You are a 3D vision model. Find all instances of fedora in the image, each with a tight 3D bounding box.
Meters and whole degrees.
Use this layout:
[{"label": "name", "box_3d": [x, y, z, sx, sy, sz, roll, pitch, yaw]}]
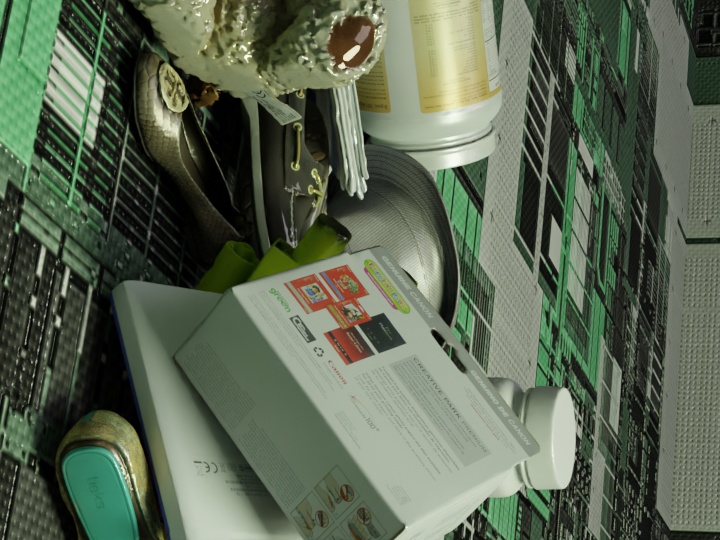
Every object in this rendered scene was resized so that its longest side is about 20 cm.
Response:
[{"label": "fedora", "box_3d": [0.000, 0.000, 1.615, 0.090, 0.176, 0.201, -25, 124, -38]}]

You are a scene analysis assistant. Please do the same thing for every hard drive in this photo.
[{"label": "hard drive", "box_3d": [-0.096, 0.106, 1.292, 0.132, 0.025, 0.201, 10, 53, -43]}]

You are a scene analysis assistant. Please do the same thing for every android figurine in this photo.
[{"label": "android figurine", "box_3d": [-0.048, 0.062, 1.407, 0.200, 0.182, 0.041, -56, 179, 17]}]

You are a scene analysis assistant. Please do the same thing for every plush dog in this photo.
[{"label": "plush dog", "box_3d": [-0.079, -0.220, 1.377, 0.160, 0.199, 0.173, 138, -31, -65]}]

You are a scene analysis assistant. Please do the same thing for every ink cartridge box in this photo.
[{"label": "ink cartridge box", "box_3d": [0.002, 0.094, 1.291, 0.175, 0.084, 0.200, -18, 65, -51]}]

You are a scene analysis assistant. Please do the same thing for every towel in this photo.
[{"label": "towel", "box_3d": [-0.027, -0.152, 1.576, 0.200, 0.024, 0.148, -122, -157, -72]}]

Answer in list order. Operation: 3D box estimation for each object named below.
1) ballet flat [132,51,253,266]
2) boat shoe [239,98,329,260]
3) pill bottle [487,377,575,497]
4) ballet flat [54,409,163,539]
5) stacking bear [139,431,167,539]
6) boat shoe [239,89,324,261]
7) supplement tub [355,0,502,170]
[{"label": "ballet flat", "box_3d": [-0.122, -0.079, 1.384, 0.068, 0.046, 0.201, -72, 153, -44]}, {"label": "boat shoe", "box_3d": [-0.063, -0.042, 1.538, 0.073, 0.074, 0.201, 88, 7, -76]}, {"label": "pill bottle", "box_3d": [0.097, 0.157, 1.771, 0.113, 0.199, 0.114, 0, 90, -71]}, {"label": "ballet flat", "box_3d": [-0.158, 0.183, 1.253, 0.071, 0.070, 0.201, -56, 141, -58]}, {"label": "stacking bear", "box_3d": [-0.105, 0.190, 1.336, 0.121, 0.113, 0.201, 158, -80, -80]}, {"label": "boat shoe", "box_3d": [-0.059, -0.081, 1.470, 0.072, 0.060, 0.202, 95, -11, -68]}, {"label": "supplement tub", "box_3d": [0.057, -0.205, 1.757, 0.144, 0.144, 0.201, -47, 134, -63]}]
